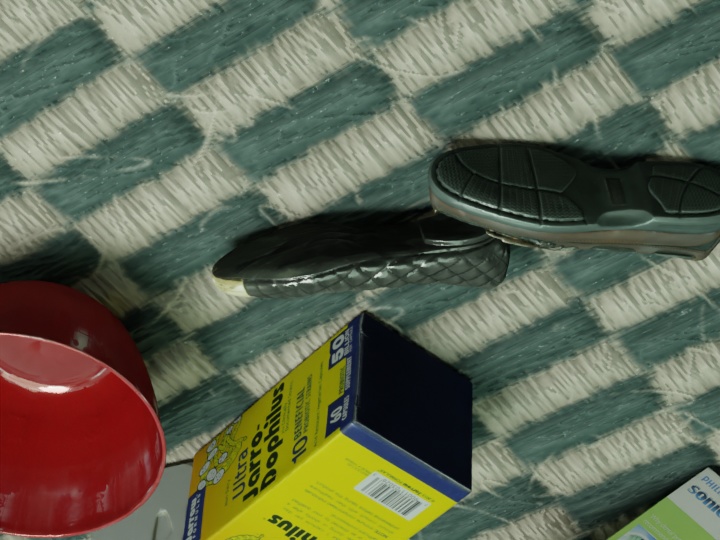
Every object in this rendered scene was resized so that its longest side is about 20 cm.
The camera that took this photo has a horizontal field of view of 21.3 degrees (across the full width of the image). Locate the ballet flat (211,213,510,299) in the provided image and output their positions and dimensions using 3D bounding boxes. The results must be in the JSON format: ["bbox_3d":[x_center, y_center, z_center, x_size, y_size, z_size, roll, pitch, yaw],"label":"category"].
[{"bbox_3d":[0.000,0.000,1.268,0.200,0.067,0.057,-6,127,8],"label":"ballet flat"}]

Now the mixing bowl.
[{"bbox_3d":[-0.226,0.081,1.328,0.200,0.108,0.200,2,131,3],"label":"mixing bowl"}]

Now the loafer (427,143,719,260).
[{"bbox_3d":[0.140,-0.034,1.231,0.200,0.072,0.063,4,138,-3],"label":"loafer"}]

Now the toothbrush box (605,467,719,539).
[{"bbox_3d":[0.220,0.266,1.419,0.200,0.086,0.146,-33,129,-14],"label":"toothbrush box"}]

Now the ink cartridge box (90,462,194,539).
[{"bbox_3d":[-0.133,0.267,1.463,0.084,0.144,0.200,-12,129,14],"label":"ink cartridge box"}]

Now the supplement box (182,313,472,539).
[{"bbox_3d":[-0.024,0.144,1.370,0.109,0.109,0.200,33,126,-24],"label":"supplement box"}]
